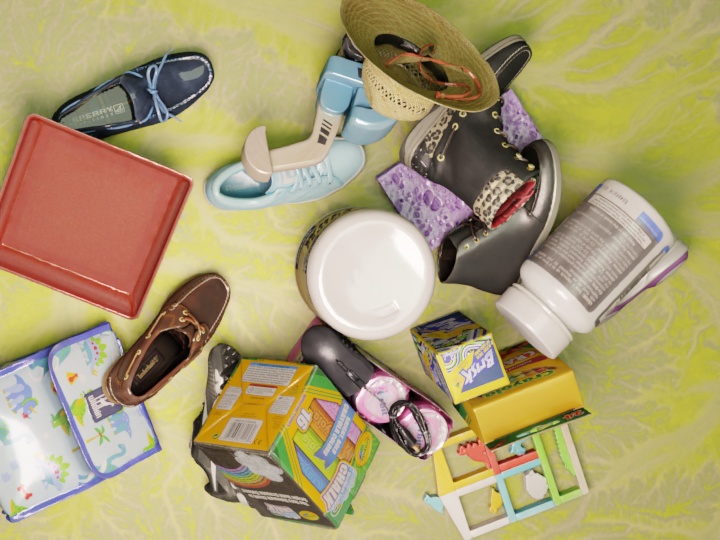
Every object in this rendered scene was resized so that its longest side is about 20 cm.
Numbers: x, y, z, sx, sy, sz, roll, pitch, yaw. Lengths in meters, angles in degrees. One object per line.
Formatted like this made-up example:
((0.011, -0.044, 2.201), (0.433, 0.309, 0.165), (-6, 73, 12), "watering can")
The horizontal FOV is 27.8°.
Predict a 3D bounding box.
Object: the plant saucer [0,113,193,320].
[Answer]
((-0.315, -0.064, 1.674), (0.199, 0.037, 0.201), (22, 114, -9), "plant saucer")

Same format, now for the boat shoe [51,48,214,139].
((-0.259, -0.192, 1.682), (0.199, 0.069, 0.084), (-29, 98, -4), "boat shoe")

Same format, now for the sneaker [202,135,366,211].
((-0.085, -0.108, 1.705), (0.199, 0.082, 0.074), (-18, 98, -6), "sneaker")

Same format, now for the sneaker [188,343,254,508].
((-0.169, 0.185, 1.718), (0.090, 0.066, 0.201), (-4, 103, 27), "sneaker")

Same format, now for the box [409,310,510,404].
((0.112, 0.098, 1.689), (0.070, 0.200, 0.065), (-21, 98, -4), "box")

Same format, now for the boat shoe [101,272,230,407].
((-0.213, 0.080, 1.679), (0.070, 0.070, 0.200), (46, 63, -17), "boat shoe")

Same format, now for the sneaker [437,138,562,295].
((0.164, -0.063, 1.715), (0.106, 0.075, 0.201), (6, 112, -25), "sneaker")

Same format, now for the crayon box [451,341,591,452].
((0.180, 0.143, 1.701), (0.126, 0.200, 0.051), (-20, 103, -5), "crayon box")

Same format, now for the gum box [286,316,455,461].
((0.014, 0.143, 1.724), (0.200, 0.113, 0.066), (36, 90, -9), "gum box")

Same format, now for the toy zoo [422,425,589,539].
((0.171, 0.249, 1.801), (0.199, 0.020, 0.132), (-19, 97, -6), "toy zoo")

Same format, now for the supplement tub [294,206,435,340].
((0.000, 0.000, 1.665), (0.144, 0.200, 0.145), (0, 93, -9), "supplement tub")

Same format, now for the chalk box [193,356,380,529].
((-0.070, 0.209, 1.665), (0.200, 0.124, 0.124), (54, 53, -38), "chalk box")

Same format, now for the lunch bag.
((-0.349, 0.172, 1.681), (0.199, 0.127, 0.171), (-23, 95, -19), "lunch bag")

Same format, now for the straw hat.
((0.047, -0.213, 1.598), (0.201, 0.201, 0.085), (27, 127, -9), "straw hat")

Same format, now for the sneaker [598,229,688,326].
((0.299, 0.003, 1.782), (0.200, 0.075, 0.100), (-35, 79, -3), "sneaker")

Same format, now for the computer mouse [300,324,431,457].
((0.009, 0.139, 1.648), (0.200, 0.034, 0.059), (43, 87, -9), "computer mouse")

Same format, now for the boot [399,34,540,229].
((0.162, -0.159, 1.682), (0.204, 0.073, 0.154), (-46, 65, -2), "boot")

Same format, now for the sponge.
((0.130, -0.121, 1.759), (0.200, 0.030, 0.112), (-34, 99, -3), "sponge")

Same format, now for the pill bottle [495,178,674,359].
((0.258, 0.000, 1.691), (0.200, 0.114, 0.114), (-45, 99, -4), "pill bottle")

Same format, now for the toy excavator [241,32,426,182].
((-0.023, -0.180, 1.668), (0.194, 0.100, 0.201), (16, 73, -8), "toy excavator")
